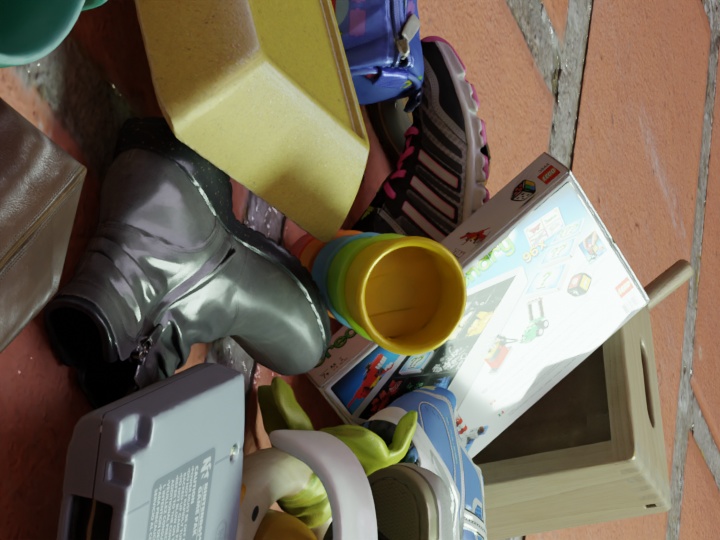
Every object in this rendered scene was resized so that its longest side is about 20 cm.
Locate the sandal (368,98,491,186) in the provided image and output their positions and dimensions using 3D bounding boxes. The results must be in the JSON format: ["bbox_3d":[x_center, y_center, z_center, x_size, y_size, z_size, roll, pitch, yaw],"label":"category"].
[{"bbox_3d":[0.060,-0.085,1.365,0.201,0.054,0.082,63,33,-46],"label":"sandal"}]

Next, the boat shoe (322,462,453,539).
[{"bbox_3d":[0.020,0.189,1.036,0.068,0.074,0.202,-10,119,-44],"label":"boat shoe"}]

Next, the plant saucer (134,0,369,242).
[{"bbox_3d":[-0.056,-0.136,1.012,0.200,0.048,0.202,36,36,-63],"label":"plant saucer"}]

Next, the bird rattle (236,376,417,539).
[{"bbox_3d":[-0.043,0.163,1.078,0.163,0.112,0.202,-12,112,-56],"label":"bird rattle"}]

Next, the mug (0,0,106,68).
[{"bbox_3d":[-0.173,-0.133,0.711,0.153,0.113,0.186,-72,151,-43],"label":"mug"}]

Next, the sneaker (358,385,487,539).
[{"bbox_3d":[0.052,0.162,1.187,0.077,0.075,0.202,-43,129,-46],"label":"sneaker"}]

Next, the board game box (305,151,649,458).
[{"bbox_3d":[0.073,0.038,1.213,0.127,0.200,0.035,53,-5,-37],"label":"board game box"}]

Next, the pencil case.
[{"bbox_3d":[-0.003,-0.197,1.184,0.078,0.086,0.202,4,82,-46],"label":"pencil case"}]

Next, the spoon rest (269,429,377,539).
[{"bbox_3d":[-0.031,0.184,0.979,0.099,0.060,0.202,5,96,-46],"label":"spoon rest"}]

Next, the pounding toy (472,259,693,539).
[{"bbox_3d":[0.133,0.071,1.339,0.142,0.182,0.202,51,32,-56],"label":"pounding toy"}]

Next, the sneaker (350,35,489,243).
[{"bbox_3d":[0.035,-0.047,1.254,0.074,0.086,0.202,-157,-118,-84],"label":"sneaker"}]

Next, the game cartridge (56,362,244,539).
[{"bbox_3d":[-0.100,0.148,0.912,0.133,0.040,0.202,-17,119,-64],"label":"game cartridge"}]

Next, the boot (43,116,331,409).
[{"bbox_3d":[-0.090,0.031,0.988,0.200,0.069,0.133,52,47,-44],"label":"boot"}]

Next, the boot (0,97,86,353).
[{"bbox_3d":[-0.172,-0.028,0.766,0.200,0.064,0.188,-57,152,-51],"label":"boot"}]

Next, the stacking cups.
[{"bbox_3d":[0.000,0.000,1.078,0.200,0.060,0.061,-153,-124,-73],"label":"stacking cups"}]
